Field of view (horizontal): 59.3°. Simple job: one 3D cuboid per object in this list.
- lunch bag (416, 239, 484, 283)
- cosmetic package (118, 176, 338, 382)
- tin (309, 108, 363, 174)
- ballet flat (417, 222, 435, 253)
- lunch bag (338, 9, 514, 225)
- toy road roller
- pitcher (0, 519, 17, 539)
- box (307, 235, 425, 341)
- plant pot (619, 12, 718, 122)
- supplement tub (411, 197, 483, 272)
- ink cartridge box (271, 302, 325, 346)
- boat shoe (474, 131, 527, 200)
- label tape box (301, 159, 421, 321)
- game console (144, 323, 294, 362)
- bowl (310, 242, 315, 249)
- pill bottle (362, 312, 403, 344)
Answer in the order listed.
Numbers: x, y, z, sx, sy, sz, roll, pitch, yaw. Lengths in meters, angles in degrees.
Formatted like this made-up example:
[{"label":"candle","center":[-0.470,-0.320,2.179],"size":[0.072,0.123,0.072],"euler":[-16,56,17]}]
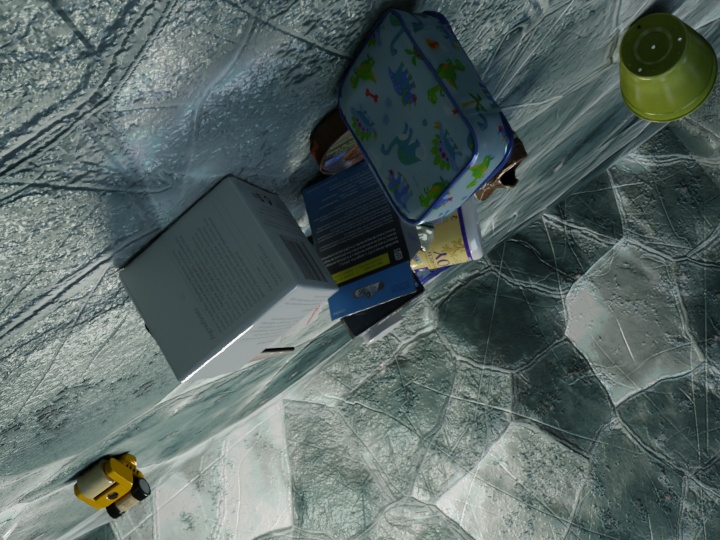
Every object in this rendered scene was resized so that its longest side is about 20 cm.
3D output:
[{"label":"lunch bag","center":[0.159,-0.069,1.468],"size":[0.198,0.152,0.094],"euler":[-29,168,-25]},{"label":"cosmetic package","center":[-0.167,0.016,0.831],"size":[0.199,0.167,0.165],"euler":[-37,168,10]},{"label":"tin","center":[0.020,-0.198,0.839],"size":[0.198,0.042,0.112],"euler":[-32,172,-17]},{"label":"ballet flat","center":[0.047,-0.072,1.123],"size":[0.196,0.064,0.067],"euler":[12,-172,-23]},{"label":"lunch bag","center":[0.062,-0.163,0.690],"size":[0.081,0.203,0.161],"euler":[-15,158,-38]},{"label":"toy road roller","center":[-0.686,0.573,1.756],"size":[0.122,0.147,0.201],"euler":[-34,131,1]},{"label":"pitcher","center":[-0.956,0.735,1.597],"size":[0.201,0.121,0.172],"euler":[-53,178,24]},{"label":"box","center":[0.000,0.000,1.163],"size":[0.158,0.202,0.044],"euler":[-31,168,-12]},{"label":"plant pot","center":[0.625,-0.436,1.318],"size":[0.200,0.203,0.191],"euler":[-40,155,25]},{"label":"supplement tub","center":[0.137,-0.077,1.265],"size":[0.195,0.149,0.145],"euler":[-12,174,15]},{"label":"ink cartridge box","center":[-0.181,0.095,1.309],"size":[0.198,0.085,0.146],"euler":[-30,168,-28]},{"label":"boat shoe","center":[0.280,-0.190,1.277],"size":[0.074,0.075,0.203],"euler":[-34,163,-17]},{"label":"label tape box","center":[0.007,-0.045,0.911],"size":[0.142,0.205,0.063],"euler":[-20,166,26]},{"label":"game console","center":[-0.229,0.111,1.059],"size":[0.117,0.176,0.200],"euler":[-46,167,3]},{"label":"bowl","center":[-0.142,0.010,1.031],"size":[0.199,0.106,0.201],"euler":[-34,168,-8]},{"label":"pill bottle","center":[-0.001,0.047,1.345],"size":[0.115,0.202,0.116],"euler":[-32,169,-7]}]
